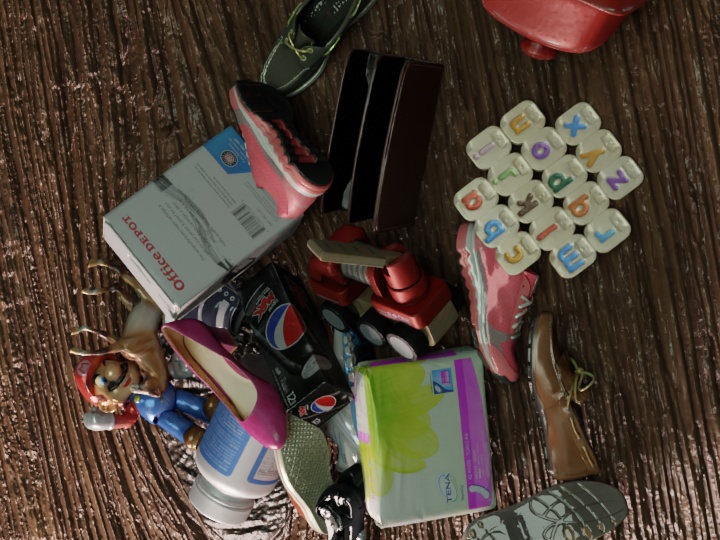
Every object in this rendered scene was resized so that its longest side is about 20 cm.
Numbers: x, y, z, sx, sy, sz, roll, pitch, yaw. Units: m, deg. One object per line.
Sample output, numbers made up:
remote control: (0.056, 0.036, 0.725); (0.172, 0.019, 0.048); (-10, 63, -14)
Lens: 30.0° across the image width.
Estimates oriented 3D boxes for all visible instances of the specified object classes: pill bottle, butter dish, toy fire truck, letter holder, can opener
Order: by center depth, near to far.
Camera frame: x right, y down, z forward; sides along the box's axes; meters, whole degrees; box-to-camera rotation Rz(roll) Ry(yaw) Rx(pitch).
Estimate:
butter dish: (0.217, -0.302, 1.486); (0.200, 0.199, 0.148); (29, 128, 16)
toy fire truck: (0.000, 0.000, 1.541); (0.176, 0.129, 0.200); (21, 148, 42)
letter holder: (0.014, -0.154, 1.580); (0.100, 0.142, 0.200); (14, 101, 18)
can opener: (-0.017, 0.335, 1.670); (0.063, 0.079, 0.200); (31, 131, 37)
pill bottle: (-0.141, 0.216, 1.697); (0.112, 0.112, 0.200); (31, 105, 14)

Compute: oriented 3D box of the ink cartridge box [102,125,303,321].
ink cartridge box: (-0.193, -0.055, 1.642); (0.200, 0.084, 0.145); (-38, 85, -19)

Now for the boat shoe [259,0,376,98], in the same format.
boat shoe: (-0.059, -0.290, 1.633); (0.072, 0.060, 0.202); (46, 109, 9)

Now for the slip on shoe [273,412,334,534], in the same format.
slip on shoe: (-0.072, 0.247, 1.660); (0.061, 0.074, 0.200); (28, 149, 40)

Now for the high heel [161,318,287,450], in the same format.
high heel: (-0.161, 0.133, 1.587); (0.067, 0.096, 0.200); (-48, 55, 26)

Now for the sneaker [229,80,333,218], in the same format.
sneaker: (-0.113, -0.144, 1.597); (0.087, 0.074, 0.200); (-54, 53, 33)

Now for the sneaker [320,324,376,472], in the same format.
sneaker: (-0.021, 0.163, 1.672); (0.087, 0.075, 0.200); (-8, 94, 26)

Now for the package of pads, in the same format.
package of pads: (0.074, 0.199, 1.608); (0.154, 0.068, 0.200); (-7, 94, -12)

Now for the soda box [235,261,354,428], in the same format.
soda box: (-0.081, 0.088, 1.633); (0.063, 0.071, 0.200); (-38, 52, 14)

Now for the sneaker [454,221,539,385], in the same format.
sneaker: (0.172, 0.036, 1.584); (0.087, 0.074, 0.200); (-12, 93, 17)

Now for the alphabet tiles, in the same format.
alphabet tiles: (0.217, -0.094, 1.559); (0.196, 0.015, 0.200); (-37, 84, 2)

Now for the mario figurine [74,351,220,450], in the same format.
mario figurine: (-0.282, 0.159, 1.741); (0.200, 0.123, 0.106); (21, 116, 12)

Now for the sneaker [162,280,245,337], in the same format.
sneaker: (-0.193, -0.007, 1.713); (0.108, 0.070, 0.200); (3, 96, 16)

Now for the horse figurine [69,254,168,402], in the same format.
horse figurine: (-0.298, 0.060, 1.729); (0.132, 0.200, 0.050); (15, 145, -16)

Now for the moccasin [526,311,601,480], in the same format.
moccasin: (0.240, 0.145, 1.573); (0.078, 0.074, 0.202); (-12, 90, 12)

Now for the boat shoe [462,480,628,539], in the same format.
boat shoe: (0.219, 0.297, 1.601); (0.200, 0.072, 0.076); (-15, 79, 8)
